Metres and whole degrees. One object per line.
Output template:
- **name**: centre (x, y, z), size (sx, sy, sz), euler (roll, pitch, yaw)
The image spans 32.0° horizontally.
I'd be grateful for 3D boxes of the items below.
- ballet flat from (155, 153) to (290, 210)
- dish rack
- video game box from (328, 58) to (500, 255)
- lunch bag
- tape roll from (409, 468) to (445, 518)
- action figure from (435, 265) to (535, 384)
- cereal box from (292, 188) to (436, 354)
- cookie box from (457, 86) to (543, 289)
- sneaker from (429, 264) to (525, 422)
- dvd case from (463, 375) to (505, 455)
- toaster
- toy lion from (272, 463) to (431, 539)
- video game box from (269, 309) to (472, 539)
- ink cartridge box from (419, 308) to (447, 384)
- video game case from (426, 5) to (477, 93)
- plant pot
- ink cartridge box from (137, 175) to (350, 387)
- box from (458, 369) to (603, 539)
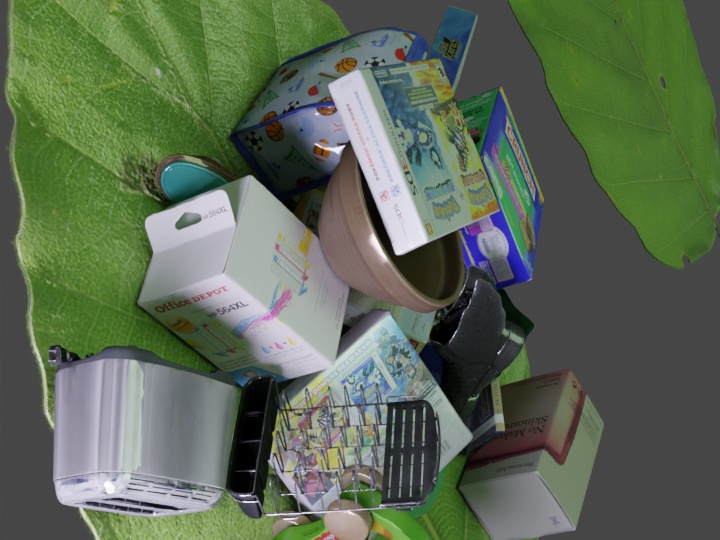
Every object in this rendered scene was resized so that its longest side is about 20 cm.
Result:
- **ballet flat**: centre (-0.141, -0.081, 1.353), size (0.199, 0.068, 0.073), euler (28, 29, -34)
- **dish rack**: centre (-0.022, 0.168, 1.209), size (0.155, 0.197, 0.055), euler (-85, 167, -48)
- **video game box**: centre (0.061, -0.124, 1.302), size (0.199, 0.046, 0.184), euler (-24, 94, -60)
- **lunch bag**: centre (-0.021, -0.187, 1.450), size (0.124, 0.198, 0.171), euler (52, 38, -25)
- **tape roll**: centre (0.028, 0.196, 1.486), size (0.199, 0.048, 0.203), euler (28, 54, -46)
- **action figure**: centre (0.128, 0.032, 1.555), size (0.054, 0.118, 0.201), euler (8, 41, -44)
- **cereal box**: centre (0.000, 0.000, 1.452), size (0.198, 0.040, 0.145), euler (27, 47, -5)
- **cookie box**: centre (0.157, -0.100, 1.523), size (0.173, 0.074, 0.201), euler (64, 24, -25)
- **sneaker**: centre (0.113, 0.096, 1.449), size (0.103, 0.201, 0.060), euler (28, 24, -24)
- **dvd case**: centre (0.148, 0.124, 1.623), size (0.016, 0.149, 0.203), euler (-1, 71, -12)
- **toaster**: centre (-0.199, 0.148, 1.130), size (0.199, 0.113, 0.131), euler (24, 59, -50)
- **toy lion**: centre (0.005, 0.310, 1.281), size (0.191, 0.200, 0.069), euler (40, 41, -11)
- **video game box**: centre (0.001, 0.175, 1.358), size (0.200, 0.047, 0.183), euler (-41, 111, -20)
- **ink cartridge box**: centre (0.064, 0.064, 1.544), size (0.195, 0.043, 0.202), euler (23, 37, -50)
- **video game case**: centre (0.086, -0.197, 1.536), size (0.201, 0.045, 0.183), euler (-69, 175, -51)
- **plant pot**: centre (0.020, -0.041, 1.320), size (0.200, 0.092, 0.203), euler (39, 38, -39)
- **ink cartridge box**: centre (-0.123, 0.010, 1.283), size (0.200, 0.127, 0.127), euler (42, 45, -36)
- **box**: centre (0.231, 0.247, 1.679), size (0.110, 0.127, 0.201), euler (55, 37, -22)
